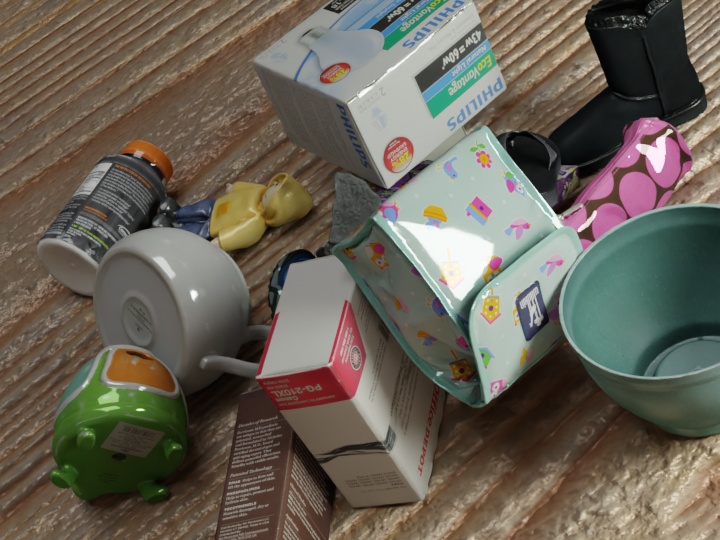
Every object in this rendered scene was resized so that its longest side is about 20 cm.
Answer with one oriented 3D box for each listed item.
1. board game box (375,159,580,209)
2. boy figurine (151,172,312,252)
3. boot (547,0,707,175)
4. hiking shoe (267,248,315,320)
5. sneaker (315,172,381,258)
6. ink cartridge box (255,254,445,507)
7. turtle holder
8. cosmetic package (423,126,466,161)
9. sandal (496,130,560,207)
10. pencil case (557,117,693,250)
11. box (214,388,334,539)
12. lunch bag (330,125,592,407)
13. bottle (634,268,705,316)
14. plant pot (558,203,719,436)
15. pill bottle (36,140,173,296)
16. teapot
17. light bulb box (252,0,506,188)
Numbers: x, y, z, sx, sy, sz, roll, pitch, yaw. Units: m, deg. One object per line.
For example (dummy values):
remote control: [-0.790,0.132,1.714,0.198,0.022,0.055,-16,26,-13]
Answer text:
board game box: [0.123,-0.085,1.553,0.199,0.033,0.120,5,31,34]
boy figurine: [-0.154,-0.066,1.748,0.199,0.065,0.125,-11,39,28]
boot: [0.266,-0.209,1.549,0.199,0.169,0.077,-25,38,7]
hiking shoe: [-0.048,0.053,1.525,0.086,0.074,0.201,-33,42,32]
sneaker: [0.000,-0.001,1.515,0.103,0.060,0.201,10,73,10]
ink cartridge box: [-0.003,0.105,1.348,0.084,0.201,0.145,-11,41,26]
turtle holder: [-0.248,0.164,1.497,0.140,0.186,0.133,-3,51,-4]
cosmetic package: [0.041,-0.196,1.757,0.103,0.073,0.200,-31,38,-2]
sandal: [0.176,-0.115,1.508,0.075,0.043,0.200,-9,22,2]
pencil case: [0.255,-0.072,1.462,0.090,0.094,0.200,6,48,52]
box: [-0.077,0.213,1.354,0.074,0.100,0.201,-13,40,20]
lunch bag: [0.103,0.002,1.288,0.170,0.200,0.122,-38,-1,-33]
bottle: [0.343,-0.018,1.369,0.199,0.066,0.084,-25,39,7]
plant pot: [0.287,0.059,1.262,0.199,0.135,0.201,-15,41,14]
pill bottle: [-0.314,-0.073,1.823,0.106,0.107,0.201,3,48,35]
teapot: [-0.186,0.040,1.583,0.145,0.202,0.197,-17,-1,-43]
light bulb box: [0.021,-0.222,1.637,0.198,0.125,0.200,-40,38,-17]
